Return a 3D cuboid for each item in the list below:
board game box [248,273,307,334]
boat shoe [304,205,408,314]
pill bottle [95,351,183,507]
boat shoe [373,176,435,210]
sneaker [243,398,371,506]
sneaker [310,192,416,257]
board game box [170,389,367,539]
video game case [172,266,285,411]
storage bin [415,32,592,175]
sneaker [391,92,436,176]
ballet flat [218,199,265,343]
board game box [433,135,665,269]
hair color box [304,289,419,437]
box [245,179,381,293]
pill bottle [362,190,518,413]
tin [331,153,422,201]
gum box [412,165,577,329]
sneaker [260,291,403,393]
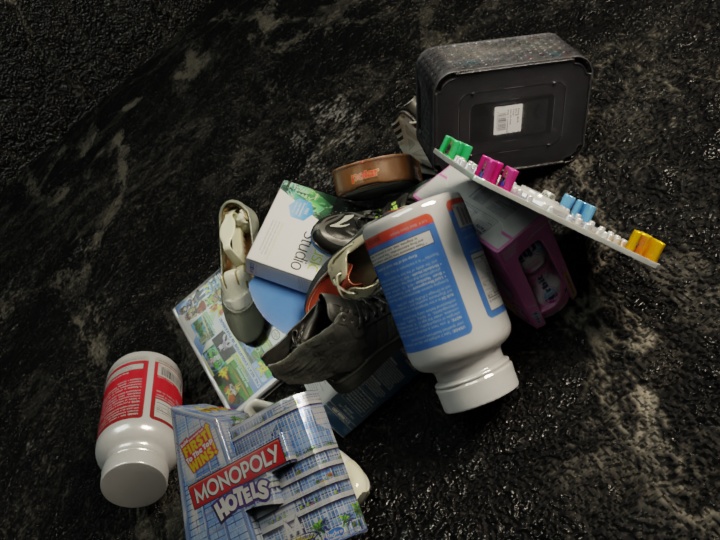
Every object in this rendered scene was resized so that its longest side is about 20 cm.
[{"bbox_3d":[-0.050,0.020,1.021,0.156,0.039,0.201,28,56,9],"label":"board game box"},{"bbox_3d":[0.000,0.000,0.907,0.199,0.071,0.063,-42,3,21],"label":"boat shoe"},{"bbox_3d":[-0.302,0.216,1.046,0.111,0.113,0.201,-33,34,12],"label":"pill bottle"},{"bbox_3d":[0.097,-0.103,1.033,0.198,0.073,0.063,-22,37,38],"label":"boat shoe"},{"bbox_3d":[-0.070,0.201,0.840,0.071,0.094,0.199,-48,33,-11],"label":"sneaker"},{"bbox_3d":[0.032,-0.062,0.969,0.195,0.083,0.072,-6,57,-8],"label":"sneaker"},{"bbox_3d":[-0.117,0.214,0.797,0.198,0.061,0.203,-32,70,23],"label":"board game box"},{"bbox_3d":[-0.151,0.072,1.057,0.181,0.022,0.201,-39,61,3],"label":"video game case"},{"bbox_3d":[0.174,-0.205,0.948,0.195,0.138,0.094,-9,35,-8],"label":"storage bin"},{"bbox_3d":[0.108,-0.186,1.075,0.076,0.116,0.199,-50,34,-14],"label":"sneaker"},{"bbox_3d":[-0.171,-0.003,1.045,0.066,0.064,0.204,-13,66,15],"label":"ballet flat"},{"bbox_3d":[0.181,-0.076,0.765,0.026,0.197,0.200,-64,12,13],"label":"board game box"},{"bbox_3d":[0.025,0.090,0.899,0.199,0.061,0.100,-41,33,3],"label":"hair color box"},{"bbox_3d":[-0.036,-0.030,1.009,0.196,0.037,0.146,19,55,2],"label":"box"},{"bbox_3d":[0.085,0.033,0.767,0.110,0.204,0.112,-20,-2,-1],"label":"pill bottle"},{"bbox_3d":[0.028,-0.127,1.059,0.110,0.043,0.200,-16,-1,13],"label":"tin"},{"bbox_3d":[0.150,-0.031,0.853,0.066,0.114,0.200,-37,33,-5],"label":"gum box"},{"bbox_3d":[-0.006,0.056,0.818,0.200,0.104,0.060,-45,34,-5],"label":"sneaker"}]
